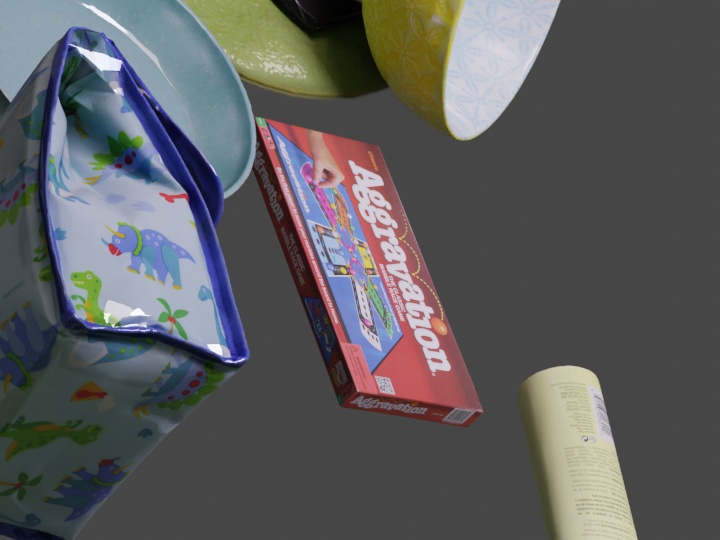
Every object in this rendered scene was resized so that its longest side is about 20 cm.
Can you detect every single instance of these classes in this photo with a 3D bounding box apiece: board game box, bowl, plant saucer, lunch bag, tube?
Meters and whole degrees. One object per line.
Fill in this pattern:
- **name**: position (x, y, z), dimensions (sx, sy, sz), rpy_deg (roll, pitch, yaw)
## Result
- **board game box**: position (0.000, 0.000, 1.712), dimensions (0.103, 0.019, 0.200), rpy_deg (12, 46, -43)
- **bowl**: position (0.053, -0.194, 1.859), dimensions (0.108, 0.200, 0.200), rpy_deg (23, 29, 17)
- **plant saucer**: position (-0.149, -0.107, 1.645), dimensions (0.200, 0.036, 0.200), rpy_deg (30, 36, -25)
- **lunch bag**: position (-0.154, 0.007, 1.394), dimensions (0.127, 0.170, 0.200), rpy_deg (15, 42, -38)
- **tube**: position (0.131, 0.150, 1.678), dimensions (0.058, 0.052, 0.200), rpy_deg (-10, 56, -4)

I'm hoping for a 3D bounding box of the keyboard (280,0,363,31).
- **keyboard**: position (-0.017, -0.223, 1.932), dimensions (0.127, 0.021, 0.200), rpy_deg (58, 33, 6)
